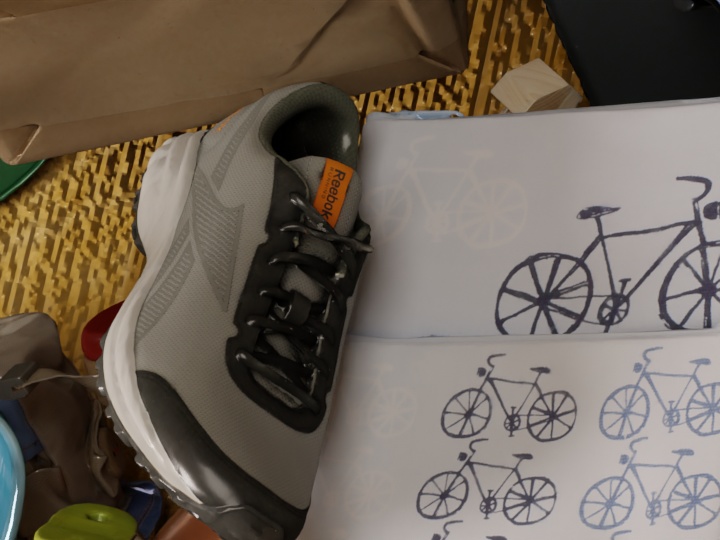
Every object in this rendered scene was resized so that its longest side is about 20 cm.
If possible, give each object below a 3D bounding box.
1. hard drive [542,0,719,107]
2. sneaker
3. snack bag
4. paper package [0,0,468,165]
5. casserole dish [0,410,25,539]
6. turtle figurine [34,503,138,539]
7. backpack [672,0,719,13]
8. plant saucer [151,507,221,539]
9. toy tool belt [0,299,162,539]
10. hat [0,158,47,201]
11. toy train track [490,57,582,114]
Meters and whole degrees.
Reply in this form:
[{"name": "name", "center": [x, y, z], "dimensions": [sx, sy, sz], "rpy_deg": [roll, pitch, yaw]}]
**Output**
[{"name": "hard drive", "center": [0.160, -0.124, 0.887], "dimensions": [0.199, 0.033, 0.140], "rpy_deg": [-24, 104, 9]}, {"name": "sneaker", "center": [-0.034, 0.008, 0.823], "dimensions": [0.079, 0.074, 0.201], "rpy_deg": [-35, 34, 27]}, {"name": "snack bag", "center": [0.054, 0.024, 0.818], "dimensions": [0.188, 0.021, 0.201], "rpy_deg": [-2, 60, 36]}, {"name": "paper package", "center": [-0.066, -0.159, 0.922], "dimensions": [0.189, 0.104, 0.201], "rpy_deg": [-12, 52, 3]}, {"name": "casserole dish", "center": [-0.184, 0.103, 0.845], "dimensions": [0.120, 0.039, 0.201], "rpy_deg": [19, 107, -6]}, {"name": "turtle figurine", "center": [-0.106, 0.154, 0.800], "dimensions": [0.199, 0.064, 0.162], "rpy_deg": [15, 104, 31]}, {"name": "backpack", "center": [0.194, -0.101, 0.769], "dimensions": [0.182, 0.200, 0.135], "rpy_deg": [21, 107, -5]}, {"name": "plant saucer", "center": [-0.013, 0.125, 0.859], "dimensions": [0.199, 0.038, 0.201], "rpy_deg": [-28, 31, 19]}, {"name": "toy tool belt", "center": [-0.129, 0.085, 0.921], "dimensions": [0.199, 0.125, 0.124], "rpy_deg": [-13, 106, 20]}, {"name": "hat", "center": [-0.202, -0.109, 0.949], "dimensions": [0.200, 0.176, 0.166], "rpy_deg": [34, 87, 22]}, {"name": "toy train track", "center": [0.000, 0.000, 0.905], "dimensions": [0.200, 0.032, 0.115], "rpy_deg": [-48, 39, 6]}]
